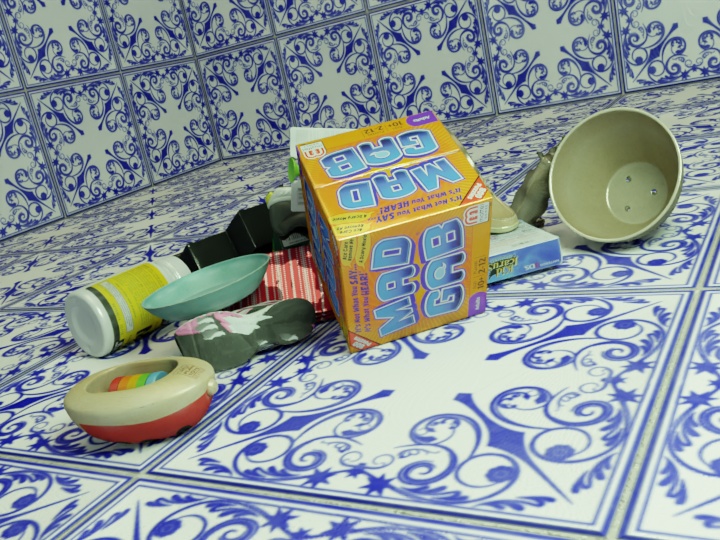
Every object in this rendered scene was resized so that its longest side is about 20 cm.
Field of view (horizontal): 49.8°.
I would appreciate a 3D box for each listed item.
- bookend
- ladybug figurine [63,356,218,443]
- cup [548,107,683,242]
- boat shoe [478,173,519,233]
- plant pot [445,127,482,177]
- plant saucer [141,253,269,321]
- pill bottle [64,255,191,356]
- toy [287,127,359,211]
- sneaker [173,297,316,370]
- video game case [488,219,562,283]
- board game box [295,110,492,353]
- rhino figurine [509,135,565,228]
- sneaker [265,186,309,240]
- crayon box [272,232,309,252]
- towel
[{"bbox_3d":[-0.236,-0.048,1.428,0.198,0.093,0.199,-24,-10,-31],"label":"bookend"},{"bbox_3d":[-0.254,0.155,0.915,0.197,0.073,0.136,-8,16,22],"label":"ladybug figurine"},{"bbox_3d":[0.413,-0.134,1.208,0.198,0.204,0.142,-2,-8,36],"label":"cup"},{"bbox_3d":[0.179,-0.124,1.279,0.071,0.066,0.199,-22,41,-32],"label":"boat shoe"},{"bbox_3d":[0.128,-0.137,1.449,0.172,0.202,0.200,-30,17,-3],"label":"plant pot"},{"bbox_3d":[-0.220,0.029,1.137,0.197,0.037,0.200,-18,14,5],"label":"plant saucer"},{"bbox_3d":[-0.379,0.053,1.300,0.113,0.116,0.199,0,20,39],"label":"pill bottle"},{"bbox_3d":[-0.014,-0.147,1.135,0.197,0.118,0.047,-3,6,-26],"label":"toy"},{"bbox_3d":[-0.163,0.089,1.103,0.196,0.082,0.086,-9,2,-15],"label":"sneaker"},{"bbox_3d":[0.190,-0.023,1.217,0.196,0.046,0.181,-14,14,-3],"label":"video game case"},{"bbox_3d":[0.042,-0.054,1.030,0.197,0.202,0.201,-16,45,-10],"label":"board game box"},{"bbox_3d":[0.301,-0.141,1.298,0.087,0.202,0.060,-24,57,-36],"label":"rhino figurine"},{"bbox_3d":[-0.055,-0.086,1.253,0.196,0.086,0.075,-2,-12,-11],"label":"sneaker"},{"bbox_3d":[-0.055,-0.056,1.372,0.197,0.059,0.173,-17,-18,-13],"label":"crayon box"},{"bbox_3d":[-0.133,0.027,1.203,0.196,0.023,0.146,-11,53,4],"label":"towel"}]
